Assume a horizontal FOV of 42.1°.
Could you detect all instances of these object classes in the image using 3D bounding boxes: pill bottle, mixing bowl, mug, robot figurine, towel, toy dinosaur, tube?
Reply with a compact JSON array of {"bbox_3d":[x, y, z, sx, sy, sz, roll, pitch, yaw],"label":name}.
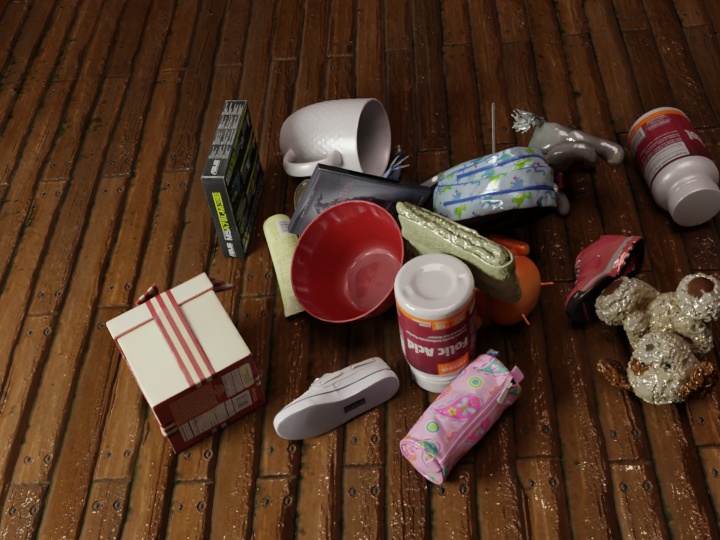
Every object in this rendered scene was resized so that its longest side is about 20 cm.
[{"bbox_3d":[0.112,0.082,1.361,0.113,0.201,0.115,-5,48,5],"label":"pill bottle"},{"bbox_3d":[0.000,0.000,1.491,0.198,0.108,0.202,-10,68,25],"label":"mixing bowl"},{"bbox_3d":[-0.062,-0.223,1.688,0.174,0.149,0.200,3,33,26],"label":"mug"},{"bbox_3d":[0.536,-0.174,1.588,0.112,0.114,0.201,-10,48,0],"label":"pill bottle"},{"bbox_3d":[0.196,0.015,1.468,0.199,0.118,0.143,25,29,28],"label":"robot figurine"},{"bbox_3d":[0.142,-0.024,1.358,0.199,0.149,0.037,27,74,26],"label":"towel"},{"bbox_3d":[0.042,-0.151,1.662,0.198,0.106,0.182,-18,29,6],"label":"toy dinosaur"},{"bbox_3d":[-0.118,-0.008,1.584,0.058,0.052,0.201,-45,48,24],"label":"tube"}]

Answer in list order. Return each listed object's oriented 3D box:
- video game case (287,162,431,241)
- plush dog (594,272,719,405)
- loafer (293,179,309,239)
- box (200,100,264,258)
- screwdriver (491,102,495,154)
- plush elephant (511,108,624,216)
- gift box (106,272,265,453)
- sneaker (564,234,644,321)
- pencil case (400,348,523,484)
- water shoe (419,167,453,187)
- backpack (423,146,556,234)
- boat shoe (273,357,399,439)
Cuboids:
[{"bbox_3d":[-0.003,-0.098,1.523,0.198,0.143,0.019,9,43,-23],"label":"video game case"},{"bbox_3d":[0.442,0.113,1.351,0.199,0.160,0.173,-2,56,45],"label":"plush dog"},{"bbox_3d":[-0.078,-0.093,1.621,0.075,0.068,0.201,-33,47,16],"label":"loafer"},{"bbox_3d":[-0.218,-0.158,1.630,0.047,0.194,0.201,0,49,10],"label":"box"},{"bbox_3d":[0.230,-0.194,1.595,0.028,0.202,0.029,12,33,25],"label":"screwdriver"},{"bbox_3d":[0.325,-0.167,1.600,0.198,0.156,0.165,20,2,-15],"label":"plush elephant"},{"bbox_3d":[-0.247,0.127,1.396,0.199,0.185,0.187,-26,58,-20],"label":"gift box"},{"bbox_3d":[0.371,0.010,1.489,0.086,0.074,0.200,20,49,41],"label":"sneaker"},{"bbox_3d":[0.145,0.206,1.323,0.087,0.088,0.200,32,60,31],"label":"pencil case"},{"bbox_3d":[0.190,-0.146,1.654,0.199,0.071,0.080,-19,90,-29],"label":"water shoe"},{"bbox_3d":[0.220,-0.123,1.498,0.162,0.156,0.199,2,6,-31],"label":"backpack"},{"bbox_3d":[-0.042,0.187,1.386,0.198,0.074,0.065,-17,42,-21],"label":"boat shoe"}]
